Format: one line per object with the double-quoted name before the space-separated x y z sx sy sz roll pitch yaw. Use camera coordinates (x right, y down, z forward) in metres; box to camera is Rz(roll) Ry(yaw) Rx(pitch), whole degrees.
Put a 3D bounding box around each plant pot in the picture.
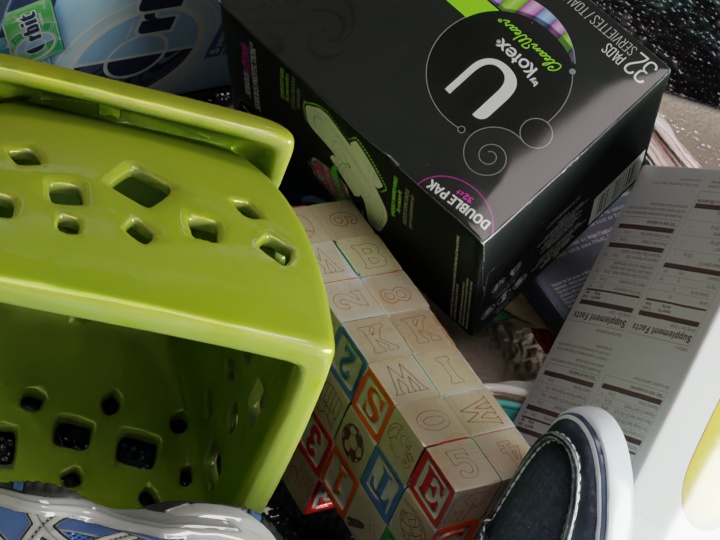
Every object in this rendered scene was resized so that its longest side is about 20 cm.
"plant pot" -0.136 0.017 0.965 0.198 0.200 0.183 12 45 -17

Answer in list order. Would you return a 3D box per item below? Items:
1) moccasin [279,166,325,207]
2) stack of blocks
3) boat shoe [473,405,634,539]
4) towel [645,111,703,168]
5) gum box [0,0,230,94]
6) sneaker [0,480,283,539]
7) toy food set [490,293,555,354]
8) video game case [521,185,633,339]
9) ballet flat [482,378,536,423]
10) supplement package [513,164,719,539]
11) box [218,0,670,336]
"moccasin" 0.000 0.000 1.125 0.080 0.068 0.201 -13 61 -33
"stack of blocks" 0.003 0.074 1.014 0.058 0.116 0.201 -9 48 -33
"boat shoe" 0.058 0.156 0.905 0.090 0.202 0.071 6 20 -31
"towel" 0.146 -0.127 1.216 0.191 0.032 0.201 44 10 -47
"gum box" -0.128 -0.160 1.111 0.198 0.170 0.045 -14 63 -34
"sneaker" -0.134 0.149 0.906 0.198 0.076 0.077 -2 32 1
"toy food set" 0.109 -0.032 1.213 0.199 0.049 0.198 -24 69 -43
"video game case" 0.120 -0.046 1.182 0.142 0.019 0.201 -18 64 -41
"ballet flat" 0.122 0.099 1.127 0.198 0.070 0.070 18 50 -20
"supplement package" 0.196 0.070 1.030 0.151 0.150 0.201 30 83 -20
"box" 0.043 -0.098 1.060 0.148 0.125 0.200 -42 72 -17
